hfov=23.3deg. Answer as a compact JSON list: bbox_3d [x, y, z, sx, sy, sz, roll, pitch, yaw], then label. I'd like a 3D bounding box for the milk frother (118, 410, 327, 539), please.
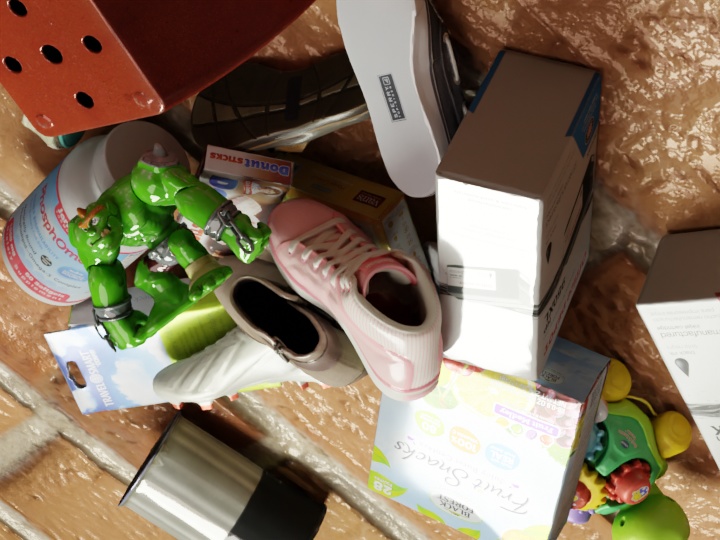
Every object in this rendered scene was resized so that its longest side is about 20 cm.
[{"bbox_3d":[-0.170,0.287,1.809,0.188,0.200,0.181,33,146,-4],"label":"milk frother"}]

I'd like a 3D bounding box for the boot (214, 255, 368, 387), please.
[{"bbox_3d":[-0.072,0.030,1.439,0.200,0.070,0.146,29,179,24],"label":"boot"}]

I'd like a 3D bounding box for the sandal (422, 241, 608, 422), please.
[{"bbox_3d":[0.136,0.041,1.452,0.207,0.059,0.079,42,160,4],"label":"sandal"}]

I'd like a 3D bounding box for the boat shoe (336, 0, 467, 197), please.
[{"bbox_3d":[0.040,-0.158,1.289,0.072,0.068,0.201,-5,109,39],"label":"boat shoe"}]

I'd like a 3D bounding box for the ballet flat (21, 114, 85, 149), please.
[{"bbox_3d":[-0.268,-0.178,1.463,0.062,0.067,0.200,30,143,16],"label":"ballet flat"}]

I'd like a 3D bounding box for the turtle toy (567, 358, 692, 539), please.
[{"bbox_3d":[0.212,0.173,1.517,0.200,0.101,0.146,40,141,-13],"label":"turtle toy"}]

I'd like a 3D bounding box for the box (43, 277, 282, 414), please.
[{"bbox_3d":[-0.182,0.069,1.637,0.199,0.048,0.122,-9,133,9],"label":"box"}]

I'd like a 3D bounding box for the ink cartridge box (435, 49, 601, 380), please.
[{"bbox_3d":[0.118,-0.039,1.306,0.084,0.145,0.200,15,140,17],"label":"ink cartridge box"}]

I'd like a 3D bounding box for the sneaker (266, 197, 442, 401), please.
[{"bbox_3d":[-0.002,-0.002,1.328,0.200,0.075,0.105,52,159,26],"label":"sneaker"}]

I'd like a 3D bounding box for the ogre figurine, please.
[{"bbox_3d":[-0.168,-0.021,1.403,0.120,0.098,0.200,54,150,-1],"label":"ogre figurine"}]

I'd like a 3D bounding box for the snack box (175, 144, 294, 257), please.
[{"bbox_3d":[-0.110,-0.053,1.457,0.072,0.024,0.200,11,160,-10],"label":"snack box"}]

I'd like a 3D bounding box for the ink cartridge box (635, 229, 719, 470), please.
[{"bbox_3d":[0.321,0.065,1.343,0.144,0.084,0.200,-6,130,36],"label":"ink cartridge box"}]

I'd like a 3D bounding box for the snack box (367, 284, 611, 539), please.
[{"bbox_3d":[0.101,0.128,1.432,0.168,0.068,0.200,22,134,17],"label":"snack box"}]

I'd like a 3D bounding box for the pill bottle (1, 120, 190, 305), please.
[{"bbox_3d":[-0.232,-0.052,1.542,0.109,0.109,0.200,40,141,-13],"label":"pill bottle"}]

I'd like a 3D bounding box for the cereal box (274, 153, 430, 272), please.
[{"bbox_3d":[0.000,0.000,1.483,0.144,0.040,0.200,22,146,38],"label":"cereal box"}]

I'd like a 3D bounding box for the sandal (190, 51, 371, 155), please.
[{"bbox_3d":[-0.052,-0.128,1.388,0.200,0.082,0.055,-10,150,31],"label":"sandal"}]

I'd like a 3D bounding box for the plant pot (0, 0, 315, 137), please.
[{"bbox_3d":[-0.183,-0.211,1.281,0.200,0.176,0.200,-8,129,37],"label":"plant pot"}]

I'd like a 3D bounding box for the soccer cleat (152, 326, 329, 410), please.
[{"bbox_3d":[-0.103,0.073,1.566,0.199,0.069,0.078,-11,110,25],"label":"soccer cleat"}]
